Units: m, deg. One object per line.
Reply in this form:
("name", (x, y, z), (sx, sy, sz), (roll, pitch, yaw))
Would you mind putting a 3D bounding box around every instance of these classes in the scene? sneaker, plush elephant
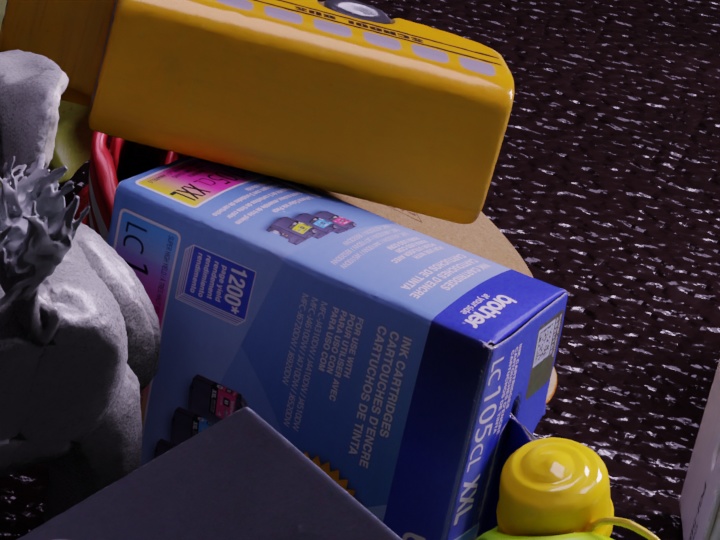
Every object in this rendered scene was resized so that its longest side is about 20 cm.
("sneaker", (-0.093, -0.026, 1.184), (0.078, 0.116, 0.200), (6, 24, -14))
("plush elephant", (-0.160, 0.002, 0.970), (0.164, 0.201, 0.155), (-12, 46, -30))

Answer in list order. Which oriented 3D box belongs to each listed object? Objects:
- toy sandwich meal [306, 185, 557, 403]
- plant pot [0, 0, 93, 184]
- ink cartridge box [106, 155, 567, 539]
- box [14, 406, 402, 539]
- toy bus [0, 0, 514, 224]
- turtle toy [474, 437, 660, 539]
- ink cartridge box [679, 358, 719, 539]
("toy sandwich meal", (0.000, 0.000, 1.158), (0.204, 0.070, 0.205), (33, 18, -12))
("plant pot", (-0.174, -0.143, 1.220), (0.199, 0.201, 0.185), (-8, 55, -40))
("ink cartridge box", (-0.006, 0.052, 1.026), (0.199, 0.137, 0.076), (22, 26, 21))
("box", (-0.070, 0.148, 0.732), (0.199, 0.107, 0.122), (-30, 43, -24))
("toy bus", (-0.044, -0.078, 1.056), (0.198, 0.066, 0.078), (14, 18, -9))
("turtle toy", (0.082, 0.158, 0.856), (0.101, 0.147, 0.200), (-29, 44, -29))
("ink cartridge box", (0.244, 0.072, 1.096), (0.198, 0.148, 0.083), (12, 23, -4))
